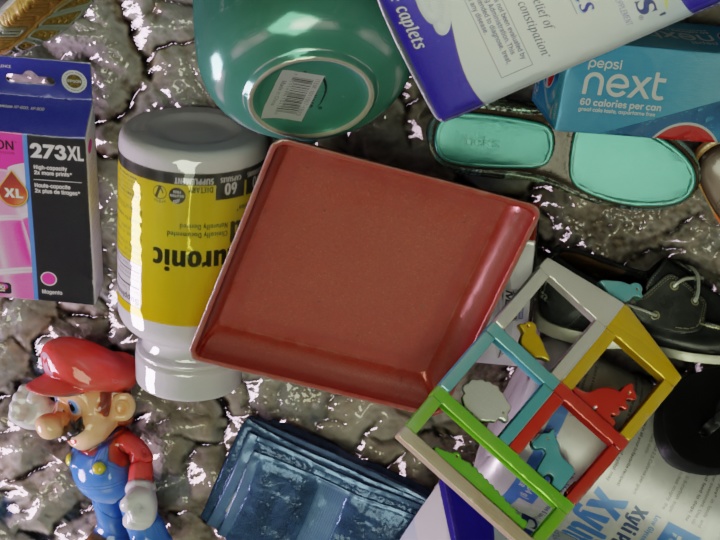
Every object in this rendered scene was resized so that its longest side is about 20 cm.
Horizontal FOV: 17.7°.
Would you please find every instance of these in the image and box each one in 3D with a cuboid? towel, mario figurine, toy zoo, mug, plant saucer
[{"bbox_3d":[-0.020,0.197,1.814,0.199,0.049,0.112,24,114,-3],"label":"towel"},{"bbox_3d":[-0.215,0.147,1.790,0.123,0.106,0.201,-9,112,13],"label":"mario figurine"},{"bbox_3d":[0.136,0.085,1.643,0.131,0.020,0.200,42,79,0],"label":"toy zoo"},{"bbox_3d":[-0.031,-0.153,1.585,0.151,0.115,0.185,-20,142,19],"label":"mug"},{"bbox_3d":[0.000,0.000,1.640,0.198,0.037,0.201,14,124,-15],"label":"plant saucer"}]

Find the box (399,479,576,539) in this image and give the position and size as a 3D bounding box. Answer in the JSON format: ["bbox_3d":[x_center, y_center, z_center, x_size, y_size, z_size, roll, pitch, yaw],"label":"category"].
[{"bbox_3d":[0.136,0.272,1.718,0.199,0.184,0.105,17,123,-21],"label":"box"}]

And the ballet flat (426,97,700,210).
[{"bbox_3d":[0.146,-0.092,1.667,0.199,0.074,0.075,13,113,-2],"label":"ballet flat"}]

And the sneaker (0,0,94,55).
[{"bbox_3d":[-0.224,-0.239,1.662,0.200,0.075,0.088,-45,71,29],"label":"sneaker"}]

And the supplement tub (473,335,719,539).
[{"bbox_3d":[0.196,0.146,1.721,0.199,0.132,0.132,27,113,-3],"label":"supplement tub"}]

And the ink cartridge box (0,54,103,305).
[{"bbox_3d":[-0.244,-0.066,1.722,0.094,0.037,0.201,5,124,5],"label":"ink cartridge box"}]

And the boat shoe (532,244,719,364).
[{"bbox_3d":[0.230,0.027,1.700,0.198,0.072,0.068,10,107,4],"label":"boat shoe"}]

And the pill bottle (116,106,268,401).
[{"bbox_3d":[-0.125,-0.011,1.710,0.110,0.111,0.201,5,113,5],"label":"pill bottle"}]

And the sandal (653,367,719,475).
[{"bbox_3d":[0.299,0.094,1.682,0.199,0.076,0.043,-13,155,-24],"label":"sandal"}]

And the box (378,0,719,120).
[{"bbox_3d":[0.125,-0.201,1.460,0.199,0.184,0.105,-23,107,16],"label":"box"}]

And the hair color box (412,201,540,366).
[{"bbox_3d":[0.030,0.002,1.714,0.198,0.064,0.112,6,122,6],"label":"hair color box"}]

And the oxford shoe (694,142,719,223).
[{"bbox_3d":[0.315,-0.017,1.670,0.071,0.073,0.200,-41,101,21],"label":"oxford shoe"}]

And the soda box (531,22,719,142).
[{"bbox_3d":[0.226,-0.131,1.610,0.198,0.064,0.068,3,114,-13],"label":"soda box"}]
